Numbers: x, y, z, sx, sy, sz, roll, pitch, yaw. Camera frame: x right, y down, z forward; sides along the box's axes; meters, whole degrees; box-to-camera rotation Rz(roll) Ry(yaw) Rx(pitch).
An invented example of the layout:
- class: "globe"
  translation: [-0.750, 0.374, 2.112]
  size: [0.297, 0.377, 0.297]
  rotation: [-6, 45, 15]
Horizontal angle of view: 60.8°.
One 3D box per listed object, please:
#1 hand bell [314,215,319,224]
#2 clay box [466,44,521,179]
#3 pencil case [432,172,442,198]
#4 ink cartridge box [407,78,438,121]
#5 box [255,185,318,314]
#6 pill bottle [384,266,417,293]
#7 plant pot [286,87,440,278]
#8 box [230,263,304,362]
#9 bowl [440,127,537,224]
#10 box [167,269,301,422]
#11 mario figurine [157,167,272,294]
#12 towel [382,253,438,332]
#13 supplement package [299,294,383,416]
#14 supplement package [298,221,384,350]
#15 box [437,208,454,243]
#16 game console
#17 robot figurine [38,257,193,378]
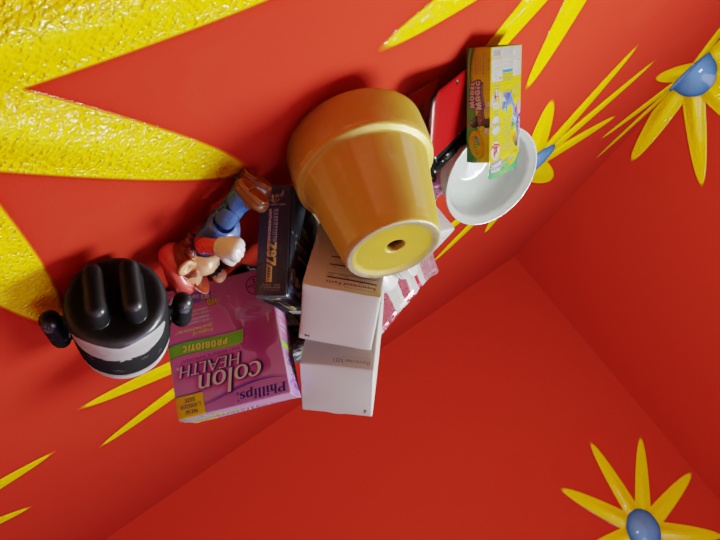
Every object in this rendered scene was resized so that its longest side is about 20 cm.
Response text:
- class: "hand bell"
  translation: [-0.031, -0.014, 1.053]
  size: [0.104, 0.200, 0.104]
  rotation: [-34, 156, -17]
- class: "clay box"
  translation: [0.216, -0.257, 0.993]
  size: [0.115, 0.047, 0.202]
  rotation: [-26, 121, -47]
- class: "pencil case"
  translation: [0.184, -0.213, 1.235]
  size: [0.199, 0.087, 0.083]
  rotation: [-38, -171, 1]
- class: "ink cartridge box"
  translation: [0.047, -0.203, 0.997]
  size: [0.199, 0.057, 0.163]
  rotation: [-29, 164, -16]
- class: "box"
  translation: [-0.106, -0.023, 0.927]
  size: [0.050, 0.159, 0.200]
  rotation: [-1, 168, 6]
- class: "pill bottle"
  translation: [0.000, 0.000, 1.136]
  size: [0.198, 0.110, 0.109]
  rotation: [-19, 173, 22]
- class: "plant pot"
  translation: [0.018, -0.103, 0.819]
  size: [0.199, 0.190, 0.201]
  rotation: [-15, 152, -8]
- class: "box"
  translation: [-0.161, 0.085, 1.143]
  size: [0.086, 0.164, 0.200]
  rotation: [-40, 167, 9]
- class: "bowl"
  translation: [0.224, -0.194, 1.153]
  size: [0.199, 0.091, 0.202]
  rotation: [-16, 132, -18]
- class: "box"
  translation: [-0.203, 0.119, 0.965]
  size: [0.174, 0.202, 0.097]
  rotation: [-13, 165, 0]
- class: "mario figurine"
  translation: [-0.184, -0.036, 0.829]
  size: [0.200, 0.106, 0.123]
  rotation: [-45, 166, 21]
- class: "towel"
  translation: [0.080, 0.038, 1.230]
  size: [0.200, 0.023, 0.144]
  rotation: [-48, 154, -8]
- class: "supplement package"
  translation: [-0.027, 0.126, 1.040]
  size: [0.201, 0.120, 0.121]
  rotation: [-82, 175, -49]
- class: "supplement package"
  translation: [-0.019, 0.001, 0.915]
  size: [0.201, 0.108, 0.114]
  rotation: [-80, 179, -47]
- class: "box"
  translation: [0.057, -0.061, 1.292]
  size: [0.200, 0.131, 0.198]
  rotation: [-48, 163, 31]
- class: "game console"
  translation: [0.120, -0.246, 1.015]
  size: [0.171, 0.119, 0.200]
  rotation: [-9, -153, 44]
- class: "robot figurine"
  translation: [-0.309, 0.061, 0.789]
  size: [0.125, 0.149, 0.200]
  rotation: [-64, 180, -31]
